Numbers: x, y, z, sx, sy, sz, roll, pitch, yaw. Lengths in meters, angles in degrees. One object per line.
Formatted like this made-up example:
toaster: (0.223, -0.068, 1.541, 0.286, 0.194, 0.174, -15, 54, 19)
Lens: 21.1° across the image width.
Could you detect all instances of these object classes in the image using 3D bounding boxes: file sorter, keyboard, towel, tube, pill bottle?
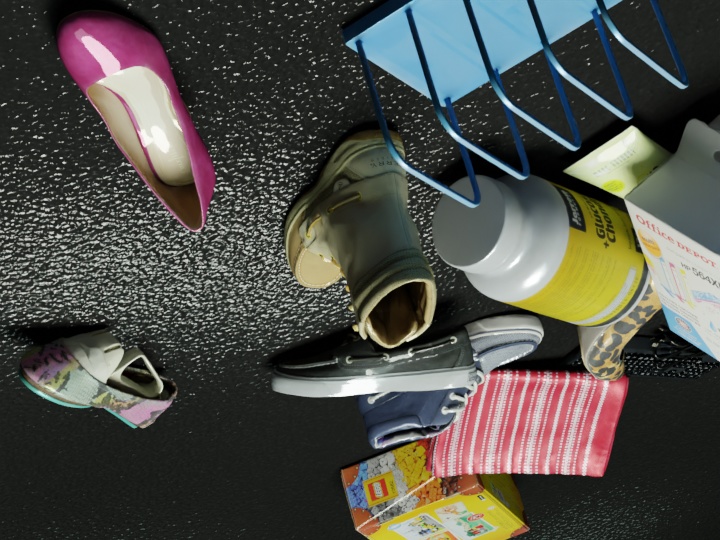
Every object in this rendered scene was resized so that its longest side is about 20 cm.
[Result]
file sorter: (0.116, -0.153, 1.406, 0.200, 0.123, 0.139, -29, 149, 25)
keyboard: (0.313, 0.100, 2.053, 0.200, 0.040, 0.104, 4, 147, -33)
towel: (0.178, 0.164, 2.043, 0.200, 0.023, 0.145, 1, 126, -13)
tube: (0.267, -0.075, 1.706, 0.200, 0.052, 0.058, 23, 93, -43)
pill bottle: (0.156, -0.021, 1.675, 0.112, 0.112, 0.200, -34, 147, 31)

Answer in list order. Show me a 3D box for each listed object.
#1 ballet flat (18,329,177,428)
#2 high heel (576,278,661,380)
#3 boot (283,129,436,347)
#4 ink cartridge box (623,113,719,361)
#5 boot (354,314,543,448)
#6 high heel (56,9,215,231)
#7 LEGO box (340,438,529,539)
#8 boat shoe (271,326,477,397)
ballet flat: (-0.231, 0.093, 1.747, 0.071, 0.069, 0.200, -42, 151, 9)
high heel: (0.282, 0.047, 1.899, 0.142, 0.071, 0.200, -14, 144, 11)
boot: (0.000, 0.000, 1.586, 0.073, 0.156, 0.200, -1, 149, -26)
ink cartridge box: (0.325, -0.026, 1.654, 0.125, 0.129, 0.200, -40, 132, -13)
boot: (0.093, 0.112, 1.907, 0.200, 0.090, 0.073, -17, 152, 2)
high heel: (-0.158, -0.105, 1.378, 0.067, 0.096, 0.200, -18, 152, 5)
LEGO box: (0.087, 0.262, 2.189, 0.149, 0.077, 0.200, -22, 152, 12)
boat shoe: (0.012, 0.086, 1.852, 0.200, 0.057, 0.069, -4, -172, 8)
